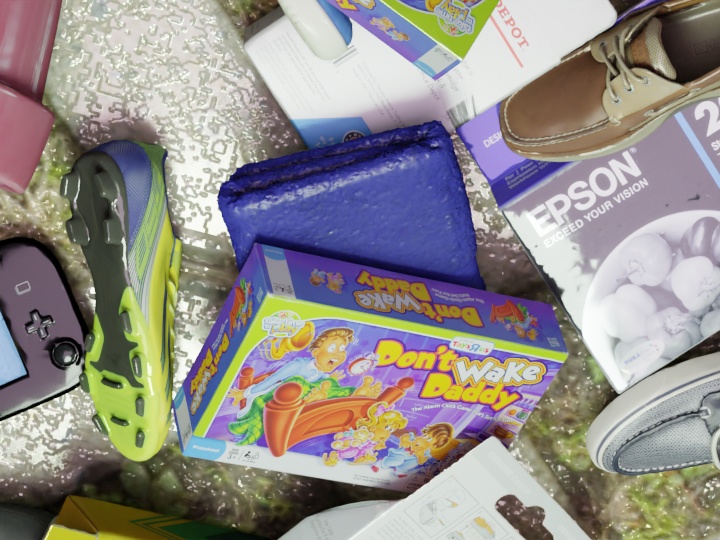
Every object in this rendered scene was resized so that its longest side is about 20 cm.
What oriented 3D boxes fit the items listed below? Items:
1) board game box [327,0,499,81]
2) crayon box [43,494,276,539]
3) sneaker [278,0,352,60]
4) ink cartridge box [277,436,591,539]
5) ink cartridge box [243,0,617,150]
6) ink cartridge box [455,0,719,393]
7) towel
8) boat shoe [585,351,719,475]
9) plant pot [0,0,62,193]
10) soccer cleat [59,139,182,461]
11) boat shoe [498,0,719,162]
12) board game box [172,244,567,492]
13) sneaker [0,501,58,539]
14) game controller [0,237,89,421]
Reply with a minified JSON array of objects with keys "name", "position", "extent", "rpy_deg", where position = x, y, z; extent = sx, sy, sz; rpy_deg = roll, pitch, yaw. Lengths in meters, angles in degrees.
[{"name":"board game box","position":[0.003,-0.221,1.420],"extent":[0.200,0.045,0.135],"rpy_deg":[35,70,-10]},{"name":"crayon box","position":[-0.143,0.215,1.576],"extent":[0.199,0.051,0.127],"rpy_deg":[18,105,-38]},{"name":"sneaker","position":[-0.020,-0.226,1.473],"extent":[0.111,0.077,0.201],"rpy_deg":[-25,65,3]},{"name":"ink cartridge box","position":[0.035,0.192,1.590],"extent":[0.200,0.057,0.163],"rpy_deg":[-40,130,4]},{"name":"ink cartridge box","position":[0.042,-0.148,1.528],"extent":[0.200,0.068,0.116],"rpy_deg":[-32,103,7]},{"name":"ink cartridge box","position":[0.190,-0.058,1.568],"extent":[0.198,0.043,0.200],"rpy_deg":[-33,101,7]},{"name":"towel","position":[0.000,0.000,1.535],"extent":[0.147,0.050,0.201],"rpy_deg":[-16,134,-1]},{"name":"boat shoe","position":[0.245,0.101,1.572],"extent":[0.199,0.093,0.075],"rpy_deg":[-23,141,4]},{"name":"plant pot","position":[-0.253,-0.163,1.466],"extent":[0.199,0.200,0.180],"rpy_deg":[23,88,-7]},{"name":"soccer cleat","position":[-0.133,0.018,1.562],"extent":[0.064,0.084,0.201],"rpy_deg":[4,106,40]},{"name":"boat shoe","position":[0.172,-0.126,1.508],"extent":[0.199,0.072,0.076],"rpy_deg":[-24,71,11]},{"name":"board game box","position":[0.005,0.065,1.521],"extent":[0.199,0.045,0.135],"rpy_deg":[11,128,-24]},{"name":"sneaker","position":[-0.259,0.233,1.623],"extent":[0.106,0.075,0.201],"rpy_deg":[20,102,6]},{"name":"game controller","position":[-0.270,0.056,1.586],"extent":[0.199,0.042,0.105],"rpy_deg":[-23,103,4]}]
